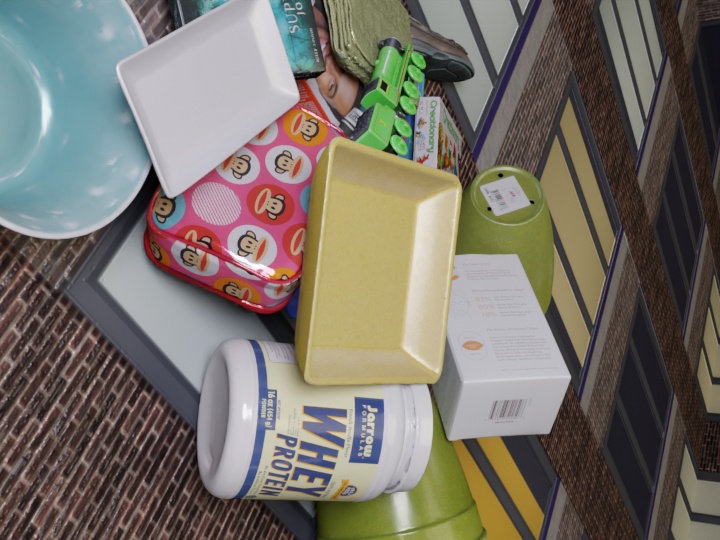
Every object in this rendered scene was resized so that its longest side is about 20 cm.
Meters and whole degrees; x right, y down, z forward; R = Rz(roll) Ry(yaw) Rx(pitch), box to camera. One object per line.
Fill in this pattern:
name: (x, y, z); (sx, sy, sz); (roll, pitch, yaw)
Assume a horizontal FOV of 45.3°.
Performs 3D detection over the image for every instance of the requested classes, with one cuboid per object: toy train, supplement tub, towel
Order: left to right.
supplement tub: (-0.045, 0.145, 0.823); (0.197, 0.145, 0.147); (8, 82, -22)
towel: (0.012, -0.273, 0.986); (0.199, 0.036, 0.151); (20, 61, -60)
toy train: (0.029, -0.178, 0.893); (0.056, 0.042, 0.202); (36, 40, -22)

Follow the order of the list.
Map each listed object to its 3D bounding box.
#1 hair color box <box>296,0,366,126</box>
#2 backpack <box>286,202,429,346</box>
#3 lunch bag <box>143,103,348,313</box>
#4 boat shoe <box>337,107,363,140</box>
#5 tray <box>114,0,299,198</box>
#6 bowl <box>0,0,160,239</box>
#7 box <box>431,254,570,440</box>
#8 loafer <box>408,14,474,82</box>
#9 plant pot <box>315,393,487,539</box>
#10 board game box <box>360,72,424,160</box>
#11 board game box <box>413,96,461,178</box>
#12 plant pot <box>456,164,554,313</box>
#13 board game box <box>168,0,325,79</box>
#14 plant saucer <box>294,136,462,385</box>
hair color box: (-0.068, -0.239, 0.933); (0.201, 0.060, 0.102); (55, 46, -42)
backpack: (0.000, 0.000, 0.950); (0.200, 0.165, 0.165); (24, 70, -89)
lunch bag: (-0.089, -0.068, 0.800); (0.082, 0.174, 0.202); (119, -5, -57)
boat shoe: (0.011, -0.112, 0.978); (0.064, 0.071, 0.200); (-43, 151, 2)
tray: (-0.121, -0.150, 0.701); (0.200, 0.022, 0.109); (-50, 131, -47)
bowl: (-0.250, -0.122, 0.612); (0.200, 0.104, 0.204); (3, 87, -57)
box: (0.142, 0.083, 0.993); (0.201, 0.122, 0.098); (-103, -164, -47)
loafer: (0.099, -0.309, 1.187); (0.199, 0.071, 0.064); (3, 81, -55)
plant pot: (0.029, 0.222, 0.984); (0.199, 0.198, 0.196); (-4, 82, -56)
board game box: (0.022, -0.172, 1.086); (0.151, 0.044, 0.203); (12, 79, -56)
board game box: (0.106, -0.144, 1.172); (0.200, 0.034, 0.128); (22, 71, -74)
plant pot: (0.178, -0.037, 1.131); (0.201, 0.185, 0.189); (91, 18, -58)
board game box: (-0.116, -0.274, 0.797); (0.134, 0.028, 0.203); (-13, 91, -28)
plant saucer: (0.011, -0.001, 0.780); (0.199, 0.048, 0.203); (8, 88, -50)
